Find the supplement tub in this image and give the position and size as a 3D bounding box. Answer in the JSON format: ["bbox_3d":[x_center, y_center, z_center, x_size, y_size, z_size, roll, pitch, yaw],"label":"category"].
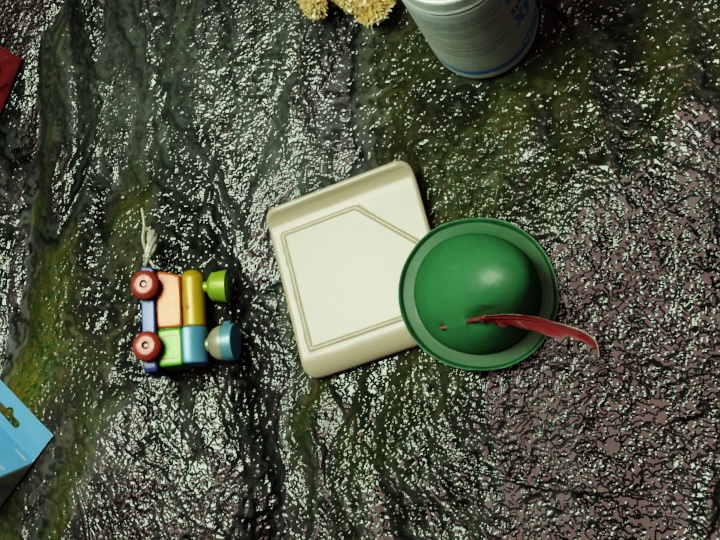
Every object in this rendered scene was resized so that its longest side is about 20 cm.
[{"bbox_3d":[0.113,-0.299,1.134,0.130,0.200,0.134,-4,78,17],"label":"supplement tub"}]

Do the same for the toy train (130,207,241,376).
[{"bbox_3d":[-0.202,0.017,1.246,0.114,0.085,0.204,-6,77,7],"label":"toy train"}]

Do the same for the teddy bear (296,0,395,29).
[{"bbox_3d":[-0.033,-0.362,1.268,0.200,0.067,0.145,43,92,20],"label":"teddy bear"}]

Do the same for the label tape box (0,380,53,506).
[{"bbox_3d":[-0.494,0.235,1.305,0.144,0.063,0.201,38,93,21],"label":"label tape box"}]

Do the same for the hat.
[{"bbox_3d":[0.131,0.009,1.064,0.196,0.176,0.169,3,79,6],"label":"hat"}]

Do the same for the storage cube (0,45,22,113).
[{"bbox_3d":[-0.579,-0.240,1.371,0.197,0.171,0.182,20,86,21],"label":"storage cube"}]

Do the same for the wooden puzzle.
[{"bbox_3d":[0.000,0.000,1.204,0.182,0.037,0.203,-19,78,13],"label":"wooden puzzle"}]
